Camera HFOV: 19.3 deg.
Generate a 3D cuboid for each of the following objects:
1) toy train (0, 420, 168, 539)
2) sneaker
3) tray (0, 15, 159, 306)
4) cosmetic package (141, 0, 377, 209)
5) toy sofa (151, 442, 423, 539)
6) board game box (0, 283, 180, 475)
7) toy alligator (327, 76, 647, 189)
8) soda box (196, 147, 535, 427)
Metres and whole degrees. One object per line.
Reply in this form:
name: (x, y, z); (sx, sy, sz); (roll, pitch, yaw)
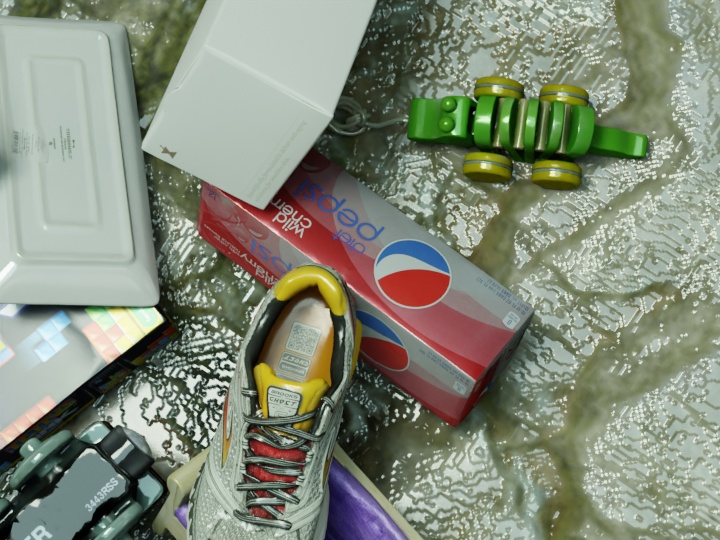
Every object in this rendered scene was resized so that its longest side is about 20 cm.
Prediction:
toy train: (-0.193, 0.166, 1.218); (0.085, 0.114, 0.200); (44, 89, 5)
sneaker: (-0.049, 0.088, 1.142); (0.078, 0.082, 0.200); (10, 76, 2)
tray: (-0.179, -0.072, 1.258); (0.107, 0.022, 0.200); (1, 61, -20)
cosmetic package: (-0.044, -0.149, 1.213); (0.085, 0.108, 0.200); (27, 54, -12)
toy sofa: (-0.019, 0.174, 1.194); (0.083, 0.098, 0.200); (-35, 77, -33)
board game box: (-0.235, 0.009, 1.280); (0.165, 0.057, 0.200); (-39, 78, -3)
toy alligator: (0.071, -0.088, 1.265); (0.200, 0.054, 0.059); (7, 80, 7)
soda box: (0.000, 0.000, 1.241); (0.200, 0.070, 0.063); (36, 63, 10)
